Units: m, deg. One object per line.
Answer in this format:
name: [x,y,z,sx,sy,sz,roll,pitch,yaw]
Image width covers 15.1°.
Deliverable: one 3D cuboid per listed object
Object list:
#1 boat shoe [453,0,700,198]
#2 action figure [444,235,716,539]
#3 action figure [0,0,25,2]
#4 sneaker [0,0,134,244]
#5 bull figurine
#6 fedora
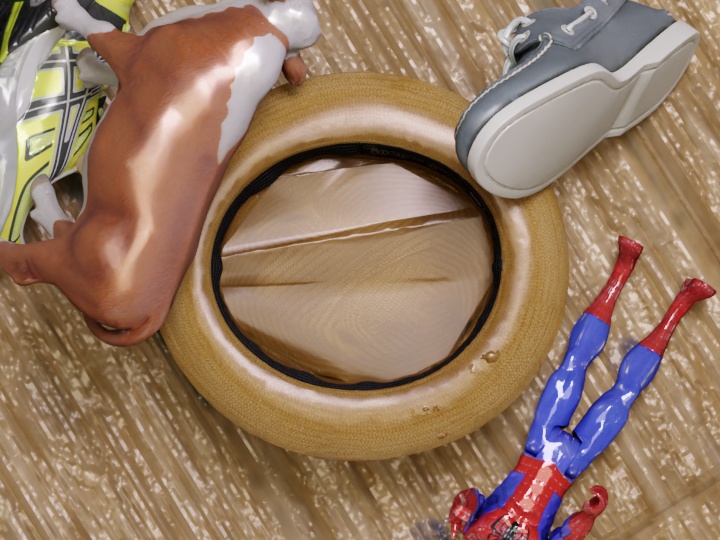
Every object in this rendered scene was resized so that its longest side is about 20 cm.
boat shoe: [0.091,-0.090,1.290,0.062,0.200,0.073,38,125,17]
action figure: [0.100,0.081,1.312,0.065,0.099,0.200,30,89,2]
action figure: [-0.271,-0.133,1.320,0.200,0.118,0.055,21,116,29]
sneaker: [-0.155,-0.093,1.345,0.076,0.075,0.200,39,82,-30]
bull figurine: [-0.099,-0.066,1.267,0.121,0.065,0.200,19,81,29]
fedora: [0.000,0.000,1.322,0.200,0.082,0.201,0,86,1]
